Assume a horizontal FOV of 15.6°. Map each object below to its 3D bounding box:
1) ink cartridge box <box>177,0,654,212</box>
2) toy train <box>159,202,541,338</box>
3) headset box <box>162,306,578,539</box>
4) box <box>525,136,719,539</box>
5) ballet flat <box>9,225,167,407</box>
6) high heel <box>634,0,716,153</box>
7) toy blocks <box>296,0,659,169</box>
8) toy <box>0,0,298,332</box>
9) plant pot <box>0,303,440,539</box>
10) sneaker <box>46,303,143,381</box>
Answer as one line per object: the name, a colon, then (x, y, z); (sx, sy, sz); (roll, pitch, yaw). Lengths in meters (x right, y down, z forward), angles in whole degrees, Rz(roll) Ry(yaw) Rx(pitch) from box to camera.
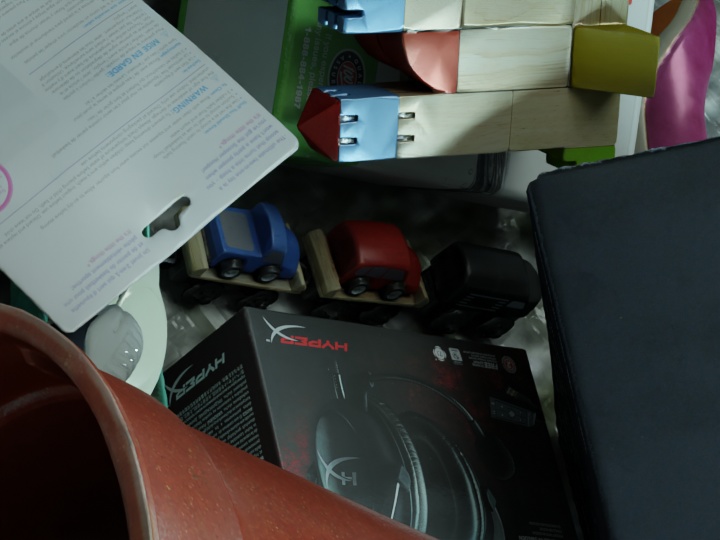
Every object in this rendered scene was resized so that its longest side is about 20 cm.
ink cartridge box: (0.026, -0.108, 1.127); (0.199, 0.084, 0.146); (10, 87, -39)
toy train: (0.000, 0.000, 1.096); (0.199, 0.046, 0.034); (8, 57, -40)
headset box: (0.012, 0.125, 0.994); (0.148, 0.077, 0.201); (10, 54, -39)
box: (0.146, 0.085, 1.026); (0.197, 0.123, 0.201); (74, 5, -55)
ballet flat: (-0.096, -0.011, 0.960); (0.067, 0.070, 0.201); (11, 70, -46)
high heel: (0.154, -0.054, 1.267); (0.096, 0.067, 0.200); (46, 38, -16)
toy blocks: (0.036, -0.124, 1.028); (0.136, 0.100, 0.201); (-4, 108, -25)
toy: (-0.133, -0.069, 0.920); (0.200, 0.047, 0.115); (44, 61, 10)
plant pot: (-0.060, 0.130, 0.766); (0.195, 0.200, 0.201); (21, 48, -44)
sneaker: (-0.175, 0.040, 0.855); (0.199, 0.079, 0.130); (-39, 88, -21)
